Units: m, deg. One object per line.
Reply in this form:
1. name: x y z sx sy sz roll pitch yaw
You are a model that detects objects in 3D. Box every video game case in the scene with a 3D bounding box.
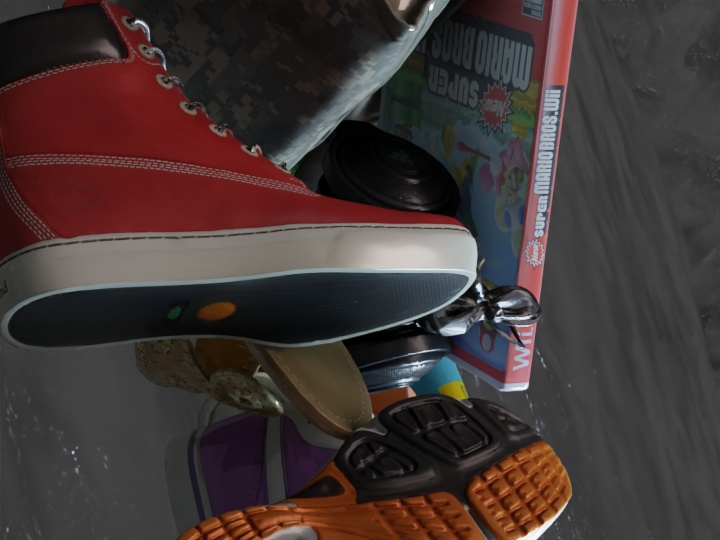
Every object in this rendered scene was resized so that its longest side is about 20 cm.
1. video game case: 0.048 -0.061 0.981 0.143 0.017 0.202 30 -63 58

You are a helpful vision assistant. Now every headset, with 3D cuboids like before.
1. headset: 0.000 0.000 0.953 0.093 0.199 0.125 -7 105 -41

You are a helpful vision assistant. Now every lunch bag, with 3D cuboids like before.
1. lunch bag: -0.005 -0.147 0.916 0.117 0.164 0.200 42 50 -6

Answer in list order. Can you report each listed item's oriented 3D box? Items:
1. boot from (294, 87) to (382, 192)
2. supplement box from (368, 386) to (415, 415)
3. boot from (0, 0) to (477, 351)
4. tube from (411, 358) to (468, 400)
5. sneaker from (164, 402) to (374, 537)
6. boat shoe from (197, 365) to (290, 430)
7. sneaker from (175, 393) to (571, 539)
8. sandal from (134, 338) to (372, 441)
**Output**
1. boot: 0.011 -0.038 1.080 0.068 0.129 0.202 -40 129 -83
2. supplement box: 0.034 0.147 1.152 0.200 0.068 0.067 56 22 -46
3. boot: -0.054 -0.046 0.824 0.072 0.198 0.145 129 -45 -52
4. tube: 0.027 0.041 1.181 0.201 0.050 0.077 61 1 13
5. sneaker: -0.003 0.153 0.893 0.073 0.113 0.202 -36 109 -77
6. boat shoe: -0.010 0.135 0.960 0.060 0.075 0.202 -29 100 -78
7. sneaker: -0.006 0.117 0.831 0.076 0.199 0.092 54 -35 25
8. sandal: -0.070 0.017 0.907 0.077 0.070 0.212 25 25 -50
